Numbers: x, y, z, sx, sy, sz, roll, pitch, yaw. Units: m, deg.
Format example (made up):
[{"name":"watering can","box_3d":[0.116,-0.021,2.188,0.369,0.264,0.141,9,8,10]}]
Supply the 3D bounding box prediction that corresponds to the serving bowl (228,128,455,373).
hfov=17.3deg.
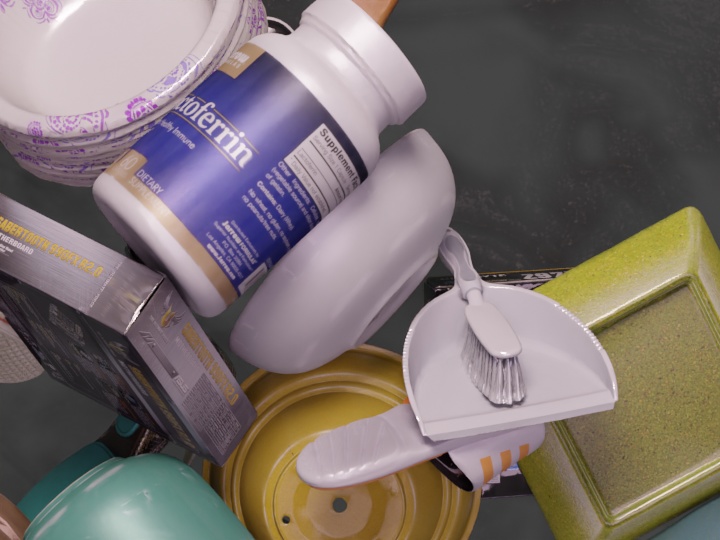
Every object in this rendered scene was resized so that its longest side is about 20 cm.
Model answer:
[{"name":"serving bowl","box_3d":[0.000,0.000,1.605,0.066,0.200,0.200,42,90,7]}]

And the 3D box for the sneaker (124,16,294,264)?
[{"name":"sneaker","box_3d":[-0.093,-0.080,1.632,0.073,0.112,0.200,28,93,-11]}]

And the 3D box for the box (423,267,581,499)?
[{"name":"box","box_3d":[0.149,0.079,1.715,0.200,0.049,0.160,-4,100,-7]}]

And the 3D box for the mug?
[{"name":"mug","box_3d":[-0.159,0.201,1.597,0.152,0.185,0.114,-39,79,-19]}]

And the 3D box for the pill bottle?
[{"name":"pill bottle","box_3d":[-0.061,-0.076,1.485,0.200,0.116,0.116,-43,100,-9]}]

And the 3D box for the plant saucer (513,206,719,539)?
[{"name":"plant saucer","box_3d":[0.199,0.088,1.675,0.200,0.048,0.200,-28,100,-3]}]

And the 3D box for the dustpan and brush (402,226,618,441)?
[{"name":"dustpan and brush","box_3d":[0.082,0.034,1.619,0.139,0.200,0.057,-9,118,-10]}]

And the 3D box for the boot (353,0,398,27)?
[{"name":"boot","box_3d":[0.061,-0.245,1.654,0.188,0.068,0.200,35,92,-10]}]

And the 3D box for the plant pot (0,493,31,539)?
[{"name":"plant pot","box_3d":[-0.312,0.243,1.628,0.200,0.093,0.201,2,106,7]}]

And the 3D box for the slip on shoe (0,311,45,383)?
[{"name":"slip on shoe","box_3d":[-0.300,0.014,1.642,0.200,0.061,0.074,31,135,-19]}]

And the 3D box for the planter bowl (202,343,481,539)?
[{"name":"planter bowl","box_3d":[-0.014,0.156,1.650,0.200,0.083,0.201,0,99,1]}]

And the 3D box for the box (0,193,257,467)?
[{"name":"box","box_3d":[-0.168,0.039,1.557,0.158,0.200,0.048,24,70,28]}]

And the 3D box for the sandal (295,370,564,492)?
[{"name":"sandal","box_3d":[0.050,0.120,1.590,0.206,0.079,0.059,-18,118,-23]}]

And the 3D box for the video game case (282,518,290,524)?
[{"name":"video game case","box_3d":[-0.073,0.286,1.726,0.182,0.022,0.200,30,93,-10]}]

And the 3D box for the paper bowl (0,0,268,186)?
[{"name":"paper bowl","box_3d":[-0.158,-0.143,1.589,0.200,0.201,0.104,-31,140,-3]}]

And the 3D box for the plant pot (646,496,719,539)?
[{"name":"plant pot","box_3d":[0.279,0.247,1.689,0.188,0.200,0.200,-14,99,8]}]

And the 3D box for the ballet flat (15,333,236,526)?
[{"name":"ballet flat","box_3d":[-0.160,0.133,1.679,0.200,0.068,0.075,-49,120,-1]}]
